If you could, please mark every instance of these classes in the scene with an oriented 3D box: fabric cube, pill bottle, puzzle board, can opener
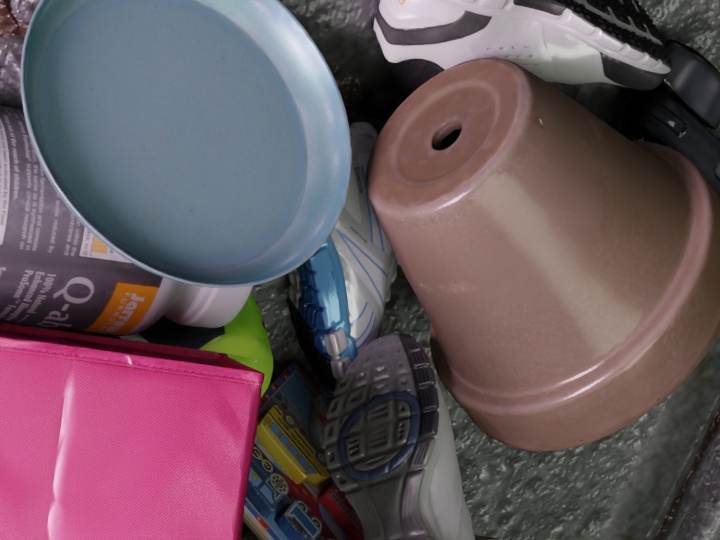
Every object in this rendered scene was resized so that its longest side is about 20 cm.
[{"bbox_3d":[-0.165,0.133,1.185,0.198,0.196,0.201,8,89,-9],"label":"fabric cube"},{"bbox_3d":[-0.161,-0.026,1.246,0.199,0.116,0.117,8,115,-30],"label":"pill bottle"},{"bbox_3d":[0.000,0.157,1.365,0.017,0.151,0.200,-39,93,28],"label":"puzzle board"},{"bbox_3d":[0.233,-0.062,1.448,0.079,0.063,0.200,-45,127,5],"label":"can opener"}]

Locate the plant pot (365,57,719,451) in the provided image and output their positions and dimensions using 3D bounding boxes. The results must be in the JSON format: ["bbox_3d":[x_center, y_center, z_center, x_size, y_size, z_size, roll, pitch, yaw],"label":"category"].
[{"bbox_3d":[0.093,-0.025,1.311,0.200,0.200,0.175,-43,125,4],"label":"plant pot"}]

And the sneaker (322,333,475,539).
[{"bbox_3d":[0.030,0.137,1.334,0.074,0.202,0.087,-12,163,21],"label":"sneaker"}]

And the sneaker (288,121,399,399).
[{"bbox_3d":[0.000,0.000,1.370,0.086,0.075,0.201,-24,127,-18],"label":"sneaker"}]

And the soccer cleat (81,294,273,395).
[{"bbox_3d":[-0.149,0.061,1.341,0.198,0.082,0.068,-11,145,5],"label":"soccer cleat"}]

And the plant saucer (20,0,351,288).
[{"bbox_3d":[-0.096,-0.080,1.224,0.199,0.202,0.027,9,155,-30],"label":"plant saucer"}]

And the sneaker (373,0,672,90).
[{"bbox_3d":[0.094,-0.142,1.339,0.199,0.074,0.080,16,126,-27],"label":"sneaker"}]

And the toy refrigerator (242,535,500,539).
[{"bbox_3d":[0.003,0.197,1.436,0.199,0.075,0.071,4,89,-52],"label":"toy refrigerator"}]

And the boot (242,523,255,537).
[{"bbox_3d":[-0.090,0.155,1.416,0.199,0.074,0.096,20,116,-33],"label":"boot"}]
